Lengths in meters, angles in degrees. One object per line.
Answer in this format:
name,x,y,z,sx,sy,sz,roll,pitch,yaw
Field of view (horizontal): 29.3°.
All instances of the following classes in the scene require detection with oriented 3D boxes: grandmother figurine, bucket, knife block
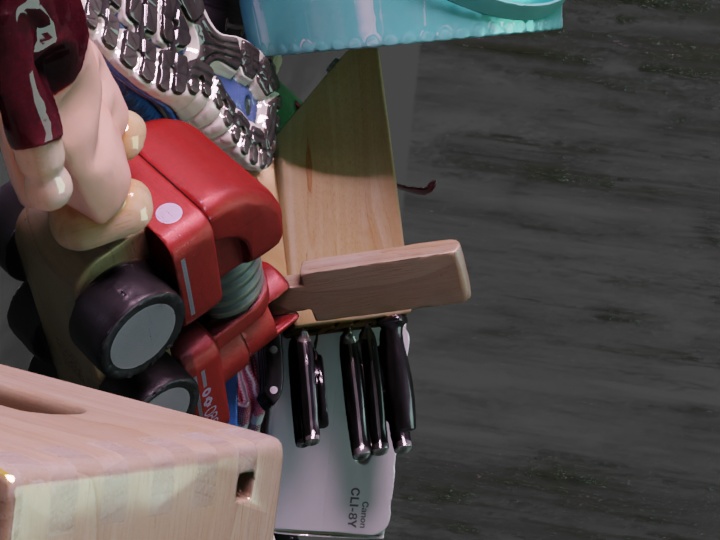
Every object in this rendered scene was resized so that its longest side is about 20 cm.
grandmother figurine,-0.115,-0.078,0.476,0.200,0.060,0.122,82,-10,-63
bucket,0.020,-0.191,0.741,0.207,0.205,0.136,-56,142,-76
knife block,0.000,0.000,0.795,0.200,0.175,0.064,-52,-178,-13

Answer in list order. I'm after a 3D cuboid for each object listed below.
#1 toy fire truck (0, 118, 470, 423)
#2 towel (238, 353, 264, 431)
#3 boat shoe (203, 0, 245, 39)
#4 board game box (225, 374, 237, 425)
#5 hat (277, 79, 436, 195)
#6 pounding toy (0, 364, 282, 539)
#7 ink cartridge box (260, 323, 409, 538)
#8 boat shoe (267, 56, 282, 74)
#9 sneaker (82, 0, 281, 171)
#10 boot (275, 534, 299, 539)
toy fire truck,-0.056,0.004,0.669,0.200,0.128,0.177,-37,150,-25
towel,-0.090,0.093,0.919,0.201,0.030,0.147,103,-21,-44
boat shoe,-0.096,-0.150,0.795,0.200,0.073,0.061,31,66,-80
board game box,-0.109,0.120,0.851,0.152,0.045,0.202,-131,-139,-68
hat,-0.022,-0.081,1.069,0.201,0.174,0.167,-77,173,-45
pounding toy,-0.124,0.095,0.410,0.142,0.199,0.186,4,95,-56
ink cartridge box,-0.030,0.076,0.927,0.200,0.083,0.147,-131,-135,-77
boat shoe,-0.091,-0.107,0.900,0.200,0.075,0.075,-64,166,-71
sneaker,-0.116,-0.103,0.659,0.200,0.088,0.079,48,44,-56
boot,-0.098,0.228,1.220,0.163,0.073,0.200,125,-50,-68
